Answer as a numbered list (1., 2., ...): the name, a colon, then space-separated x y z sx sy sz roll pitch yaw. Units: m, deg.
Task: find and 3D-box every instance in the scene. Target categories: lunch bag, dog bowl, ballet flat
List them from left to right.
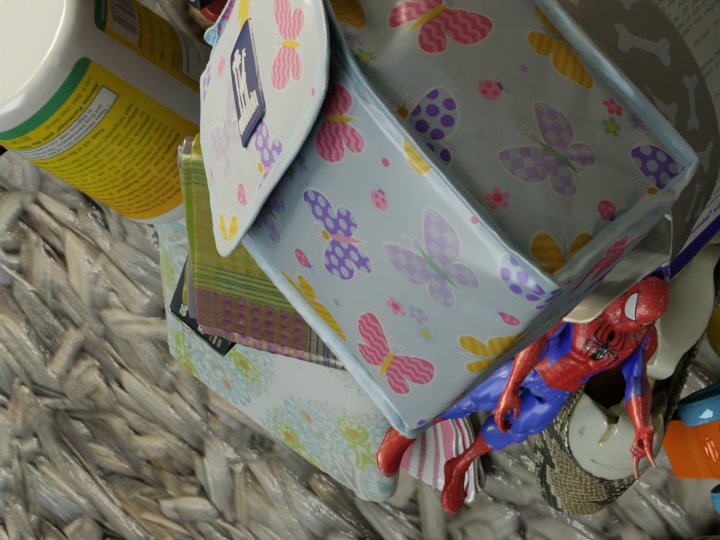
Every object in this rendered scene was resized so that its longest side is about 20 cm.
1. lunch bag: 0.014 -0.053 1.114 0.200 0.127 0.170 51 148 7
2. dog bowl: 0.075 -0.072 1.192 0.200 0.059 0.200 33 146 25
3. ballet flat: 0.142 0.044 1.337 0.068 0.200 0.075 18 -166 -15

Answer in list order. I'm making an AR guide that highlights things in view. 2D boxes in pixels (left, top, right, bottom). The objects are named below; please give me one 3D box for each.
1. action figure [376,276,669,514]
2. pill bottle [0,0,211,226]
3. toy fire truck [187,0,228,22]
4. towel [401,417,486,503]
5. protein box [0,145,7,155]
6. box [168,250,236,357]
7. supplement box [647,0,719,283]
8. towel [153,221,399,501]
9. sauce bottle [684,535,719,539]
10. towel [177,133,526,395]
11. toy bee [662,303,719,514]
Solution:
1. action figure: 0.084 0.075 1.296 0.065 0.099 0.200 30 133 -19
2. pill bottle: -0.136 -0.095 1.549 0.113 0.113 0.200 13 167 47
3. toy fire truck: -0.115 -0.213 1.456 0.176 0.129 0.200 55 171 -1
4. towel: -0.008 0.066 1.720 0.200 0.030 0.146 19 140 42
5. protein box: -0.286 -0.169 1.634 0.198 0.200 0.135 35 149 23
6. box: -0.025 -0.057 1.452 0.046 0.159 0.200 39 151 8
7. supplement box: 0.117 -0.111 1.251 0.101 0.103 0.200 20 142 40
8. towel: -0.050 0.039 1.680 0.200 0.048 0.171 35 149 27
9. sauce bottle: 0.212 0.185 1.523 0.065 0.065 0.200 55 149 -13
10. towel: 0.000 0.000 1.338 0.200 0.023 0.144 13 138 11
11. toy bee: 0.225 0.086 1.361 0.200 0.109 0.131 -123 14 -67
